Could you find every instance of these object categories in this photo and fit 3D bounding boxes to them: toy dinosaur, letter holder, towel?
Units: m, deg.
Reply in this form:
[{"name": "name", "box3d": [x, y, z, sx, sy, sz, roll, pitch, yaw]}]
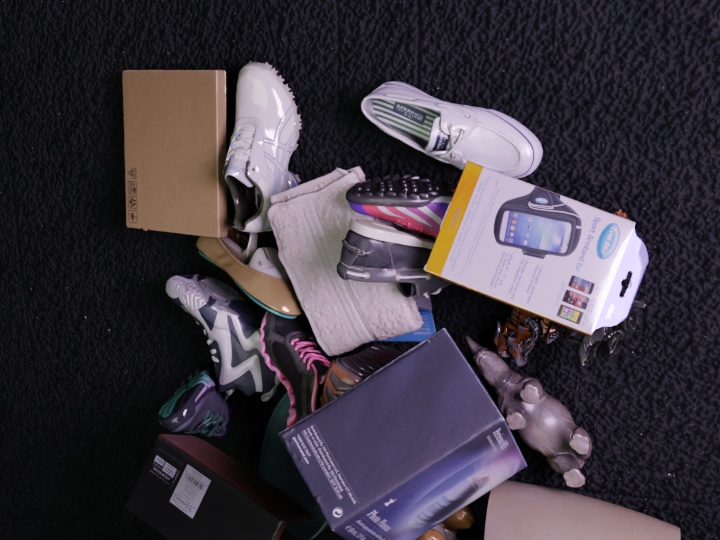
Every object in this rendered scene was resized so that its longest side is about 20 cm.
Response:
[{"name": "toy dinosaur", "box3d": [0.214, 0.028, 1.116, 0.136, 0.102, 0.200, 44, 141, 26]}, {"name": "letter holder", "box3d": [-0.152, 0.289, 1.289, 0.200, 0.142, 0.101, 27, 95, 27]}, {"name": "towel", "box3d": [-0.021, -0.009, 1.189, 0.132, 0.034, 0.200, -19, 98, 33]}]

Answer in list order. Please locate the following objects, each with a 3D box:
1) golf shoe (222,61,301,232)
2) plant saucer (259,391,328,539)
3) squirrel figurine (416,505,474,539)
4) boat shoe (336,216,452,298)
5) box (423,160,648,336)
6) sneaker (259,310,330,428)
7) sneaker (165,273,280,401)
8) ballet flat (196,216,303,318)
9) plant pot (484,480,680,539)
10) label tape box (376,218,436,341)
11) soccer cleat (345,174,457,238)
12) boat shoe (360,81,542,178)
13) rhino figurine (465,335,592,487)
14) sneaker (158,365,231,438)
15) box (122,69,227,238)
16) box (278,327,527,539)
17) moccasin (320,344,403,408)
[{"name": "golf shoe", "box3d": [-0.120, -0.139, 1.237, 0.078, 0.097, 0.200, 3, 108, 31]}, {"name": "plant saucer", "box3d": [-0.062, 0.241, 1.336, 0.200, 0.036, 0.200, -25, 59, 50]}, {"name": "squirrel figurine", "box3d": [0.068, 0.329, 1.307, 0.187, 0.142, 0.200, 50, 139, -8]}, {"name": "boat shoe", "box3d": [0.063, -0.004, 1.137, 0.072, 0.200, 0.068, 25, 100, 55]}, {"name": "box", "box3d": [0.176, -0.017, 1.054, 0.200, 0.041, 0.119, 22, 88, 8]}, {"name": "sneaker", "box3d": [-0.056, 0.119, 1.246, 0.095, 0.079, 0.200, -49, 56, 53]}, {"name": "sneaker", "box3d": [-0.176, 0.096, 1.368, 0.199, 0.079, 0.130, 25, 111, 8]}, {"name": "ballet flat", "box3d": [-0.133, -0.012, 1.285, 0.200, 0.069, 0.063, 34, 109, 39]}, {"name": "plant pot", "box3d": [0.248, 0.327, 1.170, 0.200, 0.187, 0.188, -1, 108, 16]}, {"name": "label tape box", "box3d": [0.000, 0.000, 1.240, 0.144, 0.063, 0.200, -2, 107, 31]}, {"name": "soccer cleat", "box3d": [0.083, -0.057, 1.128, 0.200, 0.068, 0.073, 2, 116, -7]}, {"name": "boat shoe", "box3d": [0.090, -0.141, 1.132, 0.200, 0.067, 0.074, 21, 118, 21]}, {"name": "rhino figurine", "box3d": [0.182, 0.149, 1.183, 0.060, 0.087, 0.200, -44, 83, 7]}, {"name": "sneaker", "box3d": [-0.196, 0.181, 1.360, 0.074, 0.200, 0.088, -37, 96, 5]}, {"name": "box", "box3d": [-0.228, -0.145, 1.310, 0.163, 0.021, 0.200, 7, 101, 35]}, {"name": "box", "box3d": [0.052, 0.187, 1.107, 0.198, 0.200, 0.123, -34, 63, 0]}, {"name": "moccasin", "box3d": [0.017, 0.133, 1.199, 0.074, 0.201, 0.078, 31, 105, 17]}]
